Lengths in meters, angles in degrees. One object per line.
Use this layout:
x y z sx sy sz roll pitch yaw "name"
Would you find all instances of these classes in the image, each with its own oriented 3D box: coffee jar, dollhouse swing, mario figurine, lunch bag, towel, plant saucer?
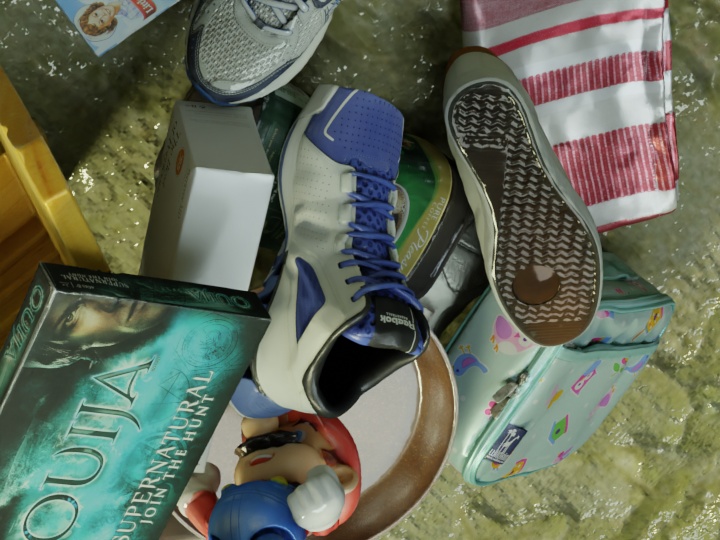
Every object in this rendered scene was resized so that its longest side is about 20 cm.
-0.023 -0.051 1.671 0.200 0.085 0.104 22 101 -41 "coffee jar"
-0.218 -0.004 1.514 0.182 0.200 0.176 -38 135 4 "dollhouse swing"
-0.066 0.130 1.598 0.123 0.200 0.106 19 122 8 "mario figurine"
0.124 0.060 1.815 0.161 0.077 0.200 -54 160 19 "lunch bag"
0.134 -0.110 1.727 0.144 0.023 0.201 -15 118 -18 "towel"
-0.039 0.089 1.704 0.200 0.035 0.201 -5 115 -10 "plant saucer"

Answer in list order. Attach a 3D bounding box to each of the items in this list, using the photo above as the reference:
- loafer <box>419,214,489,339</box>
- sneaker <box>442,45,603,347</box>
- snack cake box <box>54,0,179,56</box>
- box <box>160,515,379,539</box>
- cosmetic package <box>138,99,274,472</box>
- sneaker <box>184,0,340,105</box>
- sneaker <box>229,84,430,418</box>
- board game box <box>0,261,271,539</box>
0.042 0.007 1.787 0.072 0.063 0.200 35 91 -16 "loafer"
0.100 -0.050 1.677 0.073 0.085 0.200 -16 119 4 "sneaker"
-0.153 -0.223 1.460 0.115 0.067 0.200 -36 136 0 "snack cake box"
-0.103 0.183 1.809 0.199 0.109 0.128 -5 130 -27 "box"
-0.098 0.010 1.560 0.050 0.083 0.201 5 119 -18 "cosmetic package"
-0.030 -0.181 1.529 0.200 0.077 0.085 -52 180 -5 "sneaker"
0.000 0.001 1.567 0.080 0.115 0.200 20 86 -41 "sneaker"
-0.147 0.090 1.469 0.135 0.028 0.200 8 121 -34 "board game box"
